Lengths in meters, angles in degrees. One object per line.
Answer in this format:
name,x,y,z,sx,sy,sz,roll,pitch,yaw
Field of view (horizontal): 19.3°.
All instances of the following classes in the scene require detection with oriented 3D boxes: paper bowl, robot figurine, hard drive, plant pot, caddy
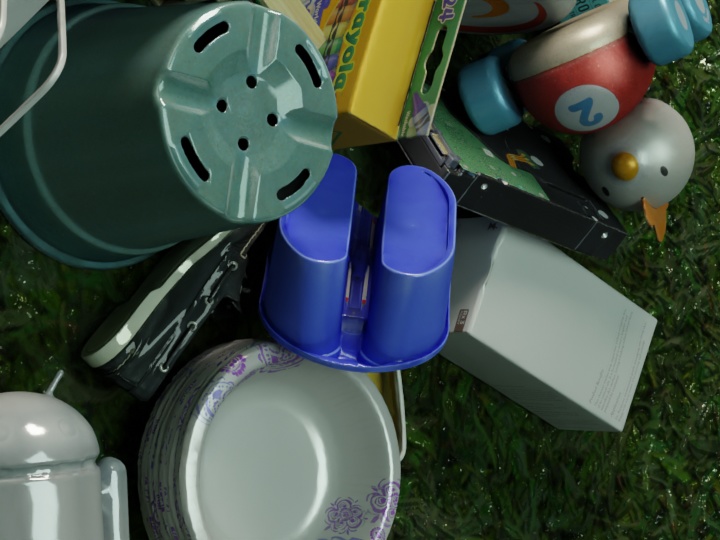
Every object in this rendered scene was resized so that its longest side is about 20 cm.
paper bowl,-0.076,0.150,1.570,0.200,0.104,0.201,1,88,-39
robot figurine,-0.231,0.169,1.435,0.169,0.113,0.200,-2,90,-41
hard drive,0.112,-0.085,1.721,0.200,0.140,0.038,20,118,-38
plant pot,-0.132,-0.102,1.475,0.200,0.196,0.201,1,89,-39
caddy,0.000,0.000,1.565,0.141,0.200,0.105,9,122,-2

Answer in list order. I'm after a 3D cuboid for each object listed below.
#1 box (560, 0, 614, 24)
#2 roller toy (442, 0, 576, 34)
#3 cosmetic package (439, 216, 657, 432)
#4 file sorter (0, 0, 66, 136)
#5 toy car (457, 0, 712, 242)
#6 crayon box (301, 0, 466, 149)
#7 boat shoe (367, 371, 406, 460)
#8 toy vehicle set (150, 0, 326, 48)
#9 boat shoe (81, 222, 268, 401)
box,0.192,-0.248,1.820,0.200,0.049,0.082,62,25,-20
roller toy,0.088,-0.276,1.666,0.182,0.200,0.140,11,80,-17
cosmetic package,0.146,0.046,1.773,0.200,0.081,0.113,34,67,-32
file sorter,-0.300,-0.169,1.346,0.200,0.139,0.125,33,31,-34
toy car,0.211,-0.114,1.718,0.200,0.184,0.177,66,22,-6
crayon box,-0.015,-0.156,1.568,0.052,0.200,0.126,27,71,-35
boat shoe,0.010,0.055,1.653,0.075,0.086,0.202,2,84,-40
toy vehicle set,-0.123,-0.229,1.531,0.027,0.124,0.200,-51,118,-29
boat shoe,-0.117,0.017,1.551,0.066,0.074,0.199,50,55,-15
